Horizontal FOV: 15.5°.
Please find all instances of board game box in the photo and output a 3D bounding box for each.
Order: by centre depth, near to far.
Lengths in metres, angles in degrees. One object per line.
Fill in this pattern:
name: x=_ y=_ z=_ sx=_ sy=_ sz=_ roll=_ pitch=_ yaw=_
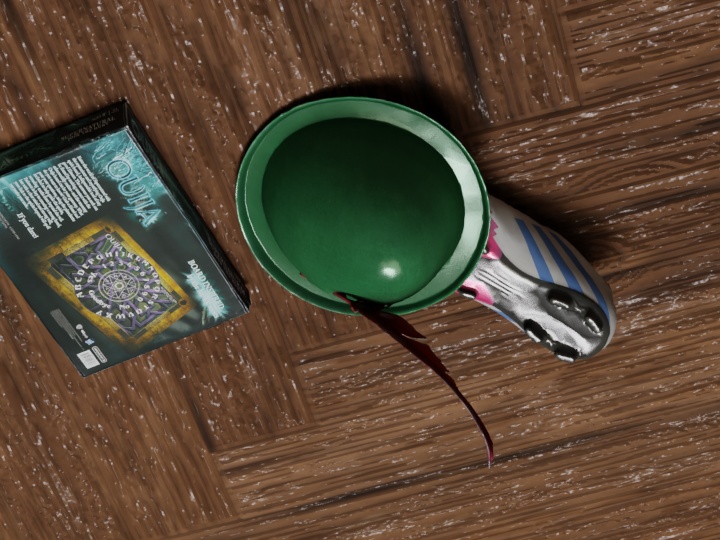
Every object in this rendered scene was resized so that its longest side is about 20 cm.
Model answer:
board game box: x=-0.175 y=-0.017 z=1.805 sx=0.135 sy=0.028 sz=0.200 roll=-21 pitch=134 yaw=11

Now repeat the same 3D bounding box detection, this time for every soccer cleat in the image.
soccer cleat: x=0.094 y=-0.014 z=1.834 sx=0.200 sy=0.086 sz=0.070 roll=38 pitch=118 yaw=-10

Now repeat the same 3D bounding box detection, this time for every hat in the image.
hat: x=0.000 y=0.000 z=1.707 sx=0.198 sy=0.176 sz=0.167 roll=5 pitch=120 yaw=8
